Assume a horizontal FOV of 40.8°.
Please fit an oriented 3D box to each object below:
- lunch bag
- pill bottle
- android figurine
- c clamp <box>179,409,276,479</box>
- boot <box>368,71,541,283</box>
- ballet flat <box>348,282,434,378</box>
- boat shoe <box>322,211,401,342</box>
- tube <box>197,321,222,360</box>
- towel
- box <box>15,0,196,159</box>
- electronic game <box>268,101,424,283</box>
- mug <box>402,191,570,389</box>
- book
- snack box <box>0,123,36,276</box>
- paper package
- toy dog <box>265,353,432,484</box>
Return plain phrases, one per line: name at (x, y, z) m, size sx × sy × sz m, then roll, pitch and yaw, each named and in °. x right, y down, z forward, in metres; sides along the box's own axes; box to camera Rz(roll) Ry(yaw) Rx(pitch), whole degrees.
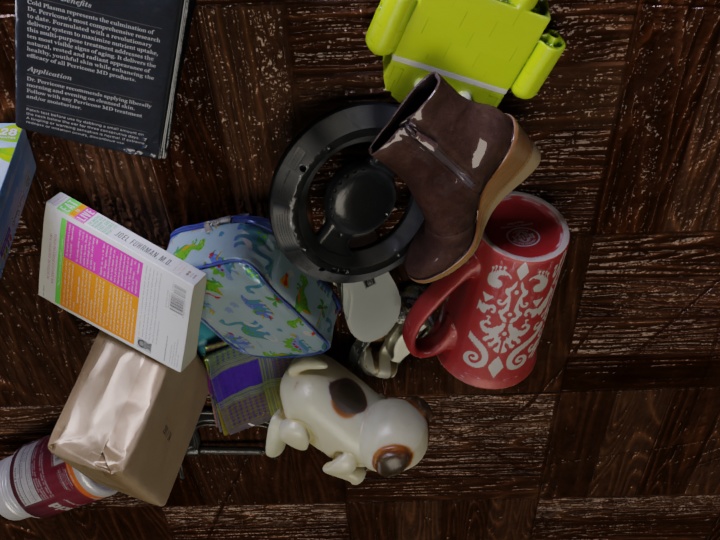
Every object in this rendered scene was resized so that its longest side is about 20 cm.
lunch bag at (-0.129, 0.022, 1.125) m, size 0.158 × 0.084 × 0.200 m, roll -9°, pitch 141°, yaw 33°
pill bottle at (-0.456, 0.305, 1.456) m, size 0.197 × 0.116 × 0.114 m, roll -22°, pitch 136°, yaw 25°
android figurine at (0.093, -0.208, 0.895) m, size 0.178 × 0.042 × 0.201 m, roll 14°, pitch 137°, yaw -17°
c clamp at (-0.200, 0.259, 1.476) m, size 0.195 × 0.027 × 0.173 m, roll -3°, pitch 135°, yaw 6°
boot at (0.065, -0.086, 0.945) m, size 0.164 × 0.073 × 0.201 m, roll 23°, pitch 119°, yaw -36°
ballet flat at (0.035, 0.097, 1.241) m, size 0.071 × 0.073 × 0.201 m, roll 15°, pitch 139°, yaw -18°
boat shoe at (0.000, 0.000, 1.129) m, size 0.069 × 0.064 × 0.202 m, roll -22°, pitch 136°, yaw -9°
tube at (-0.209, 0.076, 1.239) m, size 0.076 × 0.051 × 0.200 m, roll -8°, pitch 146°, yaw 28°
towel at (-0.135, 0.147, 1.304) m, size 0.141 × 0.023 × 0.202 m, roll -16°, pitch 142°, yaw -13°
box at (-0.181, -0.233, 0.736) m, size 0.121 × 0.203 × 0.198 m, roll 11°, pitch 140°, yaw -13°
electronic game at (-0.001, -0.077, 1.002) m, size 0.196 × 0.042 × 0.204 m, roll -11°, pitch 123°, yaw -18°
mug at (0.149, 0.032, 1.092) m, size 0.132 × 0.177 × 0.202 m, roll 34°, pitch 141°, yaw 21°
book at (-0.267, 0.014, 1.082) m, size 0.197 × 0.048 × 0.135 m, roll 29°, pitch 132°, yaw 12°
snack box at (-0.442, -0.070, 0.959) m, size 0.195 × 0.171 × 0.068 m, roll 2°, pitch 138°, yaw -1°
paper package at (-0.275, 0.172, 1.196) m, size 0.101 × 0.194 × 0.201 m, roll 16°, pitch 157°, yaw 11°
toy dog at (-0.003, 0.188, 1.253) m, size 0.197 × 0.140 × 0.197 m, roll 22°, pitch 132°, yaw 16°
